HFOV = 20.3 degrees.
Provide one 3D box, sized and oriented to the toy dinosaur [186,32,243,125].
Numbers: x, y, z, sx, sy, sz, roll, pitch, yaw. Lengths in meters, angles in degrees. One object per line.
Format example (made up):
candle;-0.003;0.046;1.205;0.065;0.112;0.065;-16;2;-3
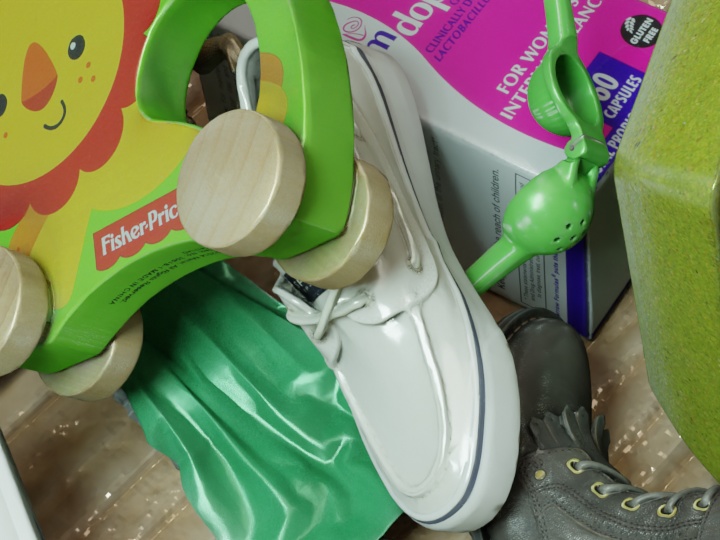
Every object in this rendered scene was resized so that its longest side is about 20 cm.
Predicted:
toy dinosaur;-0.089;-0.089;0.815;0.058;0.201;0.101;-27;60;-35

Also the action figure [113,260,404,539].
action figure;-0.056;0.044;0.809;0.200;0.055;0.118;38;68;22

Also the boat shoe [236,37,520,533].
boat shoe;0.000;0.000;0.736;0.065;0.072;0.201;7;62;-43

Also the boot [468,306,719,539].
boot;0.114;0.090;0.699;0.174;0.069;0.201;-21;55;41

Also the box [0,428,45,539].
box;-0.211;0.131;0.733;0.199;0.102;0.113;-23;56;-10

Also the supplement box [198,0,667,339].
supplement box;0.036;-0.075;0.856;0.199;0.104;0.101;26;62;23

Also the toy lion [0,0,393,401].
toy lion;-0.090;-0.063;0.743;0.199;0.068;0.193;-24;62;34

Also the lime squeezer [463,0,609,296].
lime squeezer;0.064;-0.050;0.756;0.070;0.038;0.201;17;93;54

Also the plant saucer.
plant saucer;0.144;-0.045;0.768;0.048;0.200;0.200;9;56;22
